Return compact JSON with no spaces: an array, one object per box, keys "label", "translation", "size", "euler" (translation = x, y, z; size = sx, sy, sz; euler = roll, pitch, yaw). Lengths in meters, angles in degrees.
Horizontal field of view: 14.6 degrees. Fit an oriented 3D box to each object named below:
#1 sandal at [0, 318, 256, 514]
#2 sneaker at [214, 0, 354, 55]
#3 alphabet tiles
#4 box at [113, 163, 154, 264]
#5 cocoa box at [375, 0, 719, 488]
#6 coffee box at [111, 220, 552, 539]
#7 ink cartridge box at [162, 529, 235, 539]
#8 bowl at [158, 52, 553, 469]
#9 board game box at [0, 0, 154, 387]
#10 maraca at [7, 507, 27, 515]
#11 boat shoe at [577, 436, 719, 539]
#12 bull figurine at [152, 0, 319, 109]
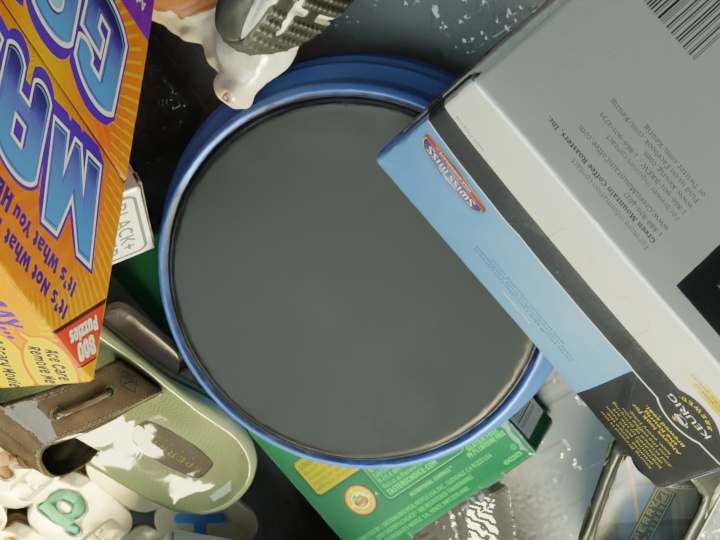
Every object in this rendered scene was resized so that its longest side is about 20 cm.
[{"label":"sandal","translation":[-0.129,0.067,1.308],"size":[0.201,0.057,0.080],"euler":[27,121,-27]},{"label":"sneaker","translation":[-0.017,-0.189,1.224],"size":[0.080,0.074,0.200],"euler":[27,90,18]},{"label":"alphabet tiles","translation":[-0.154,0.105,1.375],"size":[0.200,0.015,0.196],"euler":[-41,120,15]},{"label":"box","translation":[-0.209,-0.030,1.303],"size":[0.060,0.200,0.117],"euler":[82,162,-60]},{"label":"cocoa box","translation":[0.131,-0.028,1.198],"size":[0.200,0.133,0.131],"euler":[49,159,-2]},{"label":"coffee box","translation":[-0.014,0.036,1.370],"size":[0.123,0.044,0.200],"euler":[-37,98,30]},{"label":"ink cartridge box","translation":[-0.064,0.229,1.414],"size":[0.146,0.083,0.200],"euler":[11,135,-23]},{"label":"bowl","translation":[0.000,0.000,1.302],"size":[0.200,0.039,0.201],"euler":[4,109,11]},{"label":"board game box","translation":[-0.224,-0.081,1.160],"size":[0.200,0.200,0.200],"euler":[-4,148,18]},{"label":"maraca","translation":[-0.241,0.108,1.432],"size":[0.200,0.107,0.137],"euler":[20,149,-34]},{"label":"boat shoe","translation":[0.151,0.085,1.323],"size":[0.069,0.057,0.200],"euler":[23,121,9]},{"label":"bull figurine","translation":[-0.096,-0.166,1.282],"size":[0.121,0.065,0.200],"euler":[-14,95,28]}]
